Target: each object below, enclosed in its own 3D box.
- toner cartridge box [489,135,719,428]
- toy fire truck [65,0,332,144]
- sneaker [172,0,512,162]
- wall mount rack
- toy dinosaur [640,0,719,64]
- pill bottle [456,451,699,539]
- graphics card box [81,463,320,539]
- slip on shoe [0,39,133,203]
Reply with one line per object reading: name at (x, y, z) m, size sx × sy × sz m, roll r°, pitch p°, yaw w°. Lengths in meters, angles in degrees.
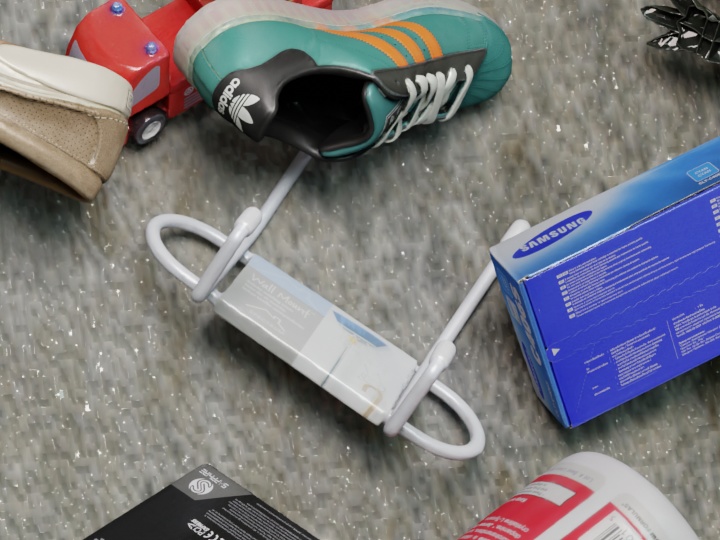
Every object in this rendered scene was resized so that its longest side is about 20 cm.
toner cartridge box at (0.171, -0.008, 1.358) m, size 0.199 × 0.043 × 0.095 m, roll -25°, pitch 120°, yaw -9°
toy fire truck at (-0.058, -0.154, 1.352) m, size 0.200 × 0.141 × 0.049 m, roll -31°, pitch 66°, yaw -23°
sneaker at (0.004, -0.089, 1.357) m, size 0.199 × 0.071 × 0.080 m, roll -4°, pitch 46°, yaw -37°
wall mount rack at (0.000, 0.000, 1.351) m, size 0.200 × 0.075 × 0.174 m, roll 35°, pitch 26°, yaw 0°
toy dinosaur at (0.227, -0.167, 1.452) m, size 0.199 × 0.103 × 0.136 m, roll 20°, pitch 23°, yaw 24°
pill bottle at (0.063, 0.182, 1.266) m, size 0.200 × 0.112 × 0.112 m, roll -34°, pitch 80°, yaw -23°
graphics card box at (-0.111, 0.174, 1.222) m, size 0.200 × 0.125 × 0.051 m, roll -33°, pitch 123°, yaw -23°
slip on shoe at (-0.208, -0.084, 1.283) m, size 0.199 × 0.076 × 0.061 m, roll 16°, pitch 76°, yaw -16°
